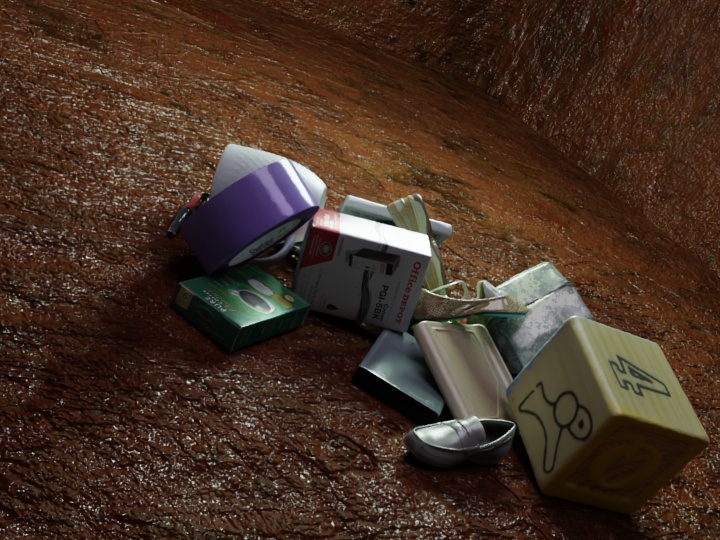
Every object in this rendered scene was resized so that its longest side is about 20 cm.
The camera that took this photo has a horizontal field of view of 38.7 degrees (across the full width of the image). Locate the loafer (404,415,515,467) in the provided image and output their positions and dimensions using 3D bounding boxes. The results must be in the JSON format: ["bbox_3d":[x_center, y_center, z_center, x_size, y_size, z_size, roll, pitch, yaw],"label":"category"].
[{"bbox_3d":[0.143,0.235,1.448,0.199,0.070,0.070,7,31,-45],"label":"loafer"}]

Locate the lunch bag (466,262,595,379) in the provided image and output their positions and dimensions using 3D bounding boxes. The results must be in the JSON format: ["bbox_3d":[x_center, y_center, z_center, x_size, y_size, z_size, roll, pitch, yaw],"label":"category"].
[{"bbox_3d":[0.300,0.108,1.777,0.199,0.140,0.168,-23,51,-23],"label":"lunch bag"}]

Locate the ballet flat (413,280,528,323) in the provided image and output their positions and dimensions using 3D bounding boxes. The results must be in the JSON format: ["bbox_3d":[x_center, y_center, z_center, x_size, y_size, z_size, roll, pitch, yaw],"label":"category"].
[{"bbox_3d":[0.182,0.049,1.671,0.198,0.066,0.070,-3,-2,-19],"label":"ballet flat"}]

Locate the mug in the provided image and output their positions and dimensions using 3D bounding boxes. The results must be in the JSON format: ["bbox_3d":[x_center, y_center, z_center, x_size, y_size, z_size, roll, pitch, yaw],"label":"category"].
[{"bbox_3d":[-0.157,-0.097,1.701,0.174,0.148,0.201,14,64,3],"label":"mug"}]

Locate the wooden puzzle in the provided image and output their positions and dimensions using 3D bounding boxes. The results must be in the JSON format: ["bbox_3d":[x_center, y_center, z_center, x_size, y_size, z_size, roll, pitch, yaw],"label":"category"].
[{"bbox_3d":[0.173,0.168,1.618,0.199,0.037,0.186,4,55,-53],"label":"wooden puzzle"}]

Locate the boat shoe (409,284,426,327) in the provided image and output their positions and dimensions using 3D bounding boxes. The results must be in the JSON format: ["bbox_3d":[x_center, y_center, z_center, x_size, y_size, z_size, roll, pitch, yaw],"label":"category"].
[{"bbox_3d":[0.102,0.042,1.831,0.070,0.070,0.200,16,26,-30],"label":"boat shoe"}]

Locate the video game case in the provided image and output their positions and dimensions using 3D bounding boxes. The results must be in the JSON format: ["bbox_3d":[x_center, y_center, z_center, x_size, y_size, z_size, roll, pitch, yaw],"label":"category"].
[{"bbox_3d":[0.048,-0.073,1.889,0.198,0.023,0.182,15,-19,-9],"label":"video game case"}]

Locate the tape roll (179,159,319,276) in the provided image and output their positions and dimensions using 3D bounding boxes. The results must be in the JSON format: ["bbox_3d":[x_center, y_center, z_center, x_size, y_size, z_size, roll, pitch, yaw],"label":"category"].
[{"bbox_3d":[-0.165,-0.077,1.539,0.085,0.199,0.200,57,25,4],"label":"tape roll"}]

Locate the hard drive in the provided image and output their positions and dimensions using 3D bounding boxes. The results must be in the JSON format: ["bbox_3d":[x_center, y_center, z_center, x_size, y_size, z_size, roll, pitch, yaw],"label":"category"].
[{"bbox_3d":[0.074,0.159,1.584,0.139,0.033,0.200,31,21,4],"label":"hard drive"}]

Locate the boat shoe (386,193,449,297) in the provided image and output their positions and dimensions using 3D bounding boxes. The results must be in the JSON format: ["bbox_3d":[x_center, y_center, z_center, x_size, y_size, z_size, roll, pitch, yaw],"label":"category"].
[{"bbox_3d":[0.095,-0.027,1.770,0.072,0.076,0.202,162,-90,-84],"label":"boat shoe"}]

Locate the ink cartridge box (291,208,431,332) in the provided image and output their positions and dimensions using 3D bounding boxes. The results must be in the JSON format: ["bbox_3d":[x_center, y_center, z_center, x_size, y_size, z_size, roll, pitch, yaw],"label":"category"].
[{"bbox_3d":[0.000,0.000,1.645,0.198,0.148,0.083,13,24,-7],"label":"ink cartridge box"}]

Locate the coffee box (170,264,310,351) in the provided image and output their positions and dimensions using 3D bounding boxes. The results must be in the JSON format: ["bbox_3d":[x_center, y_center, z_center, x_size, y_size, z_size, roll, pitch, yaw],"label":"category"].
[{"bbox_3d":[-0.172,0.051,1.498,0.123,0.044,0.200,34,21,17],"label":"coffee box"}]

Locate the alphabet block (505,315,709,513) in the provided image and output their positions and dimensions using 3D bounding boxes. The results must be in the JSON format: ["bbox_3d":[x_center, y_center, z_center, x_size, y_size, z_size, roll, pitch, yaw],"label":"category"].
[{"bbox_3d":[0.367,0.220,1.555,0.195,0.196,0.201,16,37,-26],"label":"alphabet block"}]

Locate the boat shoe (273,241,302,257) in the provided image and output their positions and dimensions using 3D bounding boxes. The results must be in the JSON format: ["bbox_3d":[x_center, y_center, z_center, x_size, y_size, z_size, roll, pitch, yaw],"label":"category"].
[{"bbox_3d":[-0.071,-0.003,1.761,0.063,0.073,0.200,-40,70,-22],"label":"boat shoe"}]

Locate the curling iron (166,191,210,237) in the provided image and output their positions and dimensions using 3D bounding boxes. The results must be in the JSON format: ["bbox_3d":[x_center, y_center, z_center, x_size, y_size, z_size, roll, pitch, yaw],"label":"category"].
[{"bbox_3d":[-0.281,-0.095,1.711,0.049,0.026,0.200,27,21,2],"label":"curling iron"}]

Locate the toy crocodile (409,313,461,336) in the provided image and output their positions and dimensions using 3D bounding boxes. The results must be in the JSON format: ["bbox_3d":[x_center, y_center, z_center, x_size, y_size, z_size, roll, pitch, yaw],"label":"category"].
[{"bbox_3d":[0.089,0.062,1.745,0.200,0.067,0.062,39,-21,27],"label":"toy crocodile"}]

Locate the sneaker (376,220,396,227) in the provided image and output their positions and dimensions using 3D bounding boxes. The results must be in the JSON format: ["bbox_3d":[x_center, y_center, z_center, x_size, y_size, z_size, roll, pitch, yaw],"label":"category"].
[{"bbox_3d":[-0.011,-0.038,1.863,0.198,0.121,0.084,1,61,14],"label":"sneaker"}]
